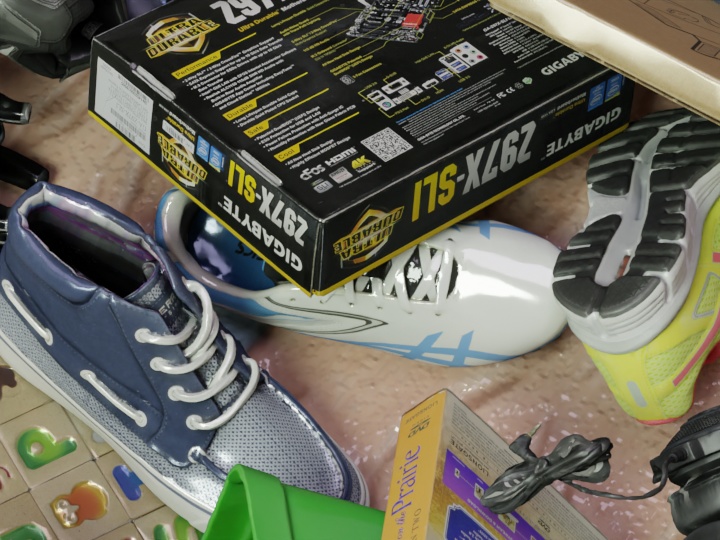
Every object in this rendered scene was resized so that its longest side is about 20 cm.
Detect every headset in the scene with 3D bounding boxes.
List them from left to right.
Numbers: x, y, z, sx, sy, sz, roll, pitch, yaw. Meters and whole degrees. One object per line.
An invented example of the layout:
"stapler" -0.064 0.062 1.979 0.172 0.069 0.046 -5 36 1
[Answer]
"headset" 0.143 0.111 1.208 0.094 0.200 0.124 -27 50 34

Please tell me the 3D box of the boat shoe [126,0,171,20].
"boat shoe" -0.071 -0.170 1.441 0.068 0.084 0.201 4 59 14

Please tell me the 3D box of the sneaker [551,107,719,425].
"sneaker" 0.142 -0.005 1.334 0.078 0.091 0.200 -5 31 32

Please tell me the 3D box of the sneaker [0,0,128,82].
"sneaker" -0.148 -0.123 1.377 0.090 0.200 0.067 30 95 0

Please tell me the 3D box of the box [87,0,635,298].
"box" 0.003 -0.085 1.340 0.199 0.050 0.159 -29 51 -33

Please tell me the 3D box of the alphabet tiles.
"alphabet tiles" -0.154 0.084 1.297 0.199 0.006 0.167 -25 69 -25

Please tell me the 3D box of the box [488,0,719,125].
"box" 0.164 -0.093 1.334 0.199 0.021 0.163 28 18 8

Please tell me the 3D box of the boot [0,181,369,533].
"boot" -0.078 0.045 1.280 0.199 0.091 0.073 32 58 7

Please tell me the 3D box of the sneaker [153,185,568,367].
"sneaker" 0.000 0.000 1.327 0.199 0.072 0.072 10 91 15

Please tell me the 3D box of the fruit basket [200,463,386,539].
"fruit basket" -0.062 0.197 1.179 0.214 0.156 0.217 9 53 -12

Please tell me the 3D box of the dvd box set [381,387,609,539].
"dvd box set" 0.062 0.160 1.164 0.029 0.146 0.201 -33 28 29

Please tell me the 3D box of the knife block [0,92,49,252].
"knife block" -0.242 -0.068 1.409 0.176 0.199 0.064 47 60 -21
